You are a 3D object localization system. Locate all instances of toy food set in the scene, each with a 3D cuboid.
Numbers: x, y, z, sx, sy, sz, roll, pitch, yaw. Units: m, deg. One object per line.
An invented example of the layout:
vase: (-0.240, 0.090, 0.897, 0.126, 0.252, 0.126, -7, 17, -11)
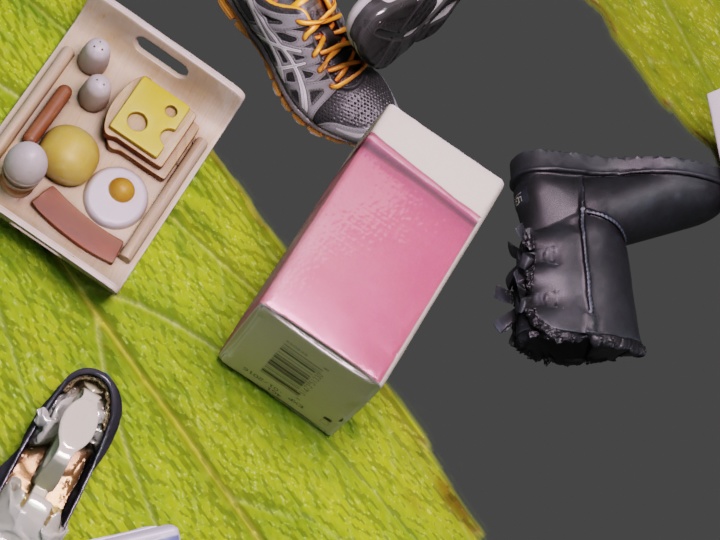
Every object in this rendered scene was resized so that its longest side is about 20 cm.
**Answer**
toy food set: (-0.191, -0.097, 1.631, 0.143, 0.060, 0.201, 34, 63, -5)

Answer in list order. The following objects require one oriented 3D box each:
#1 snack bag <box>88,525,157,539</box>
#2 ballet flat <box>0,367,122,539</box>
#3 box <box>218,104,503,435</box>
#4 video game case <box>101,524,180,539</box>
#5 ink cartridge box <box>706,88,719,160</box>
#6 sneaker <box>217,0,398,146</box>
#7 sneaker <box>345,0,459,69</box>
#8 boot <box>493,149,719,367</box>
snack bag: (-0.218, 0.278, 1.470, 0.199, 0.021, 0.190, -7, 91, -22)
ballet flat: (-0.223, 0.150, 1.522, 0.073, 0.073, 0.201, 30, 63, -6)
box: (0.000, 0.000, 1.625, 0.109, 0.128, 0.201, 34, 62, -4)
video game case: (-0.201, 0.280, 1.454, 0.199, 0.022, 0.184, -11, 94, -22)
ink cartridge box: (0.361, -0.050, 1.765, 0.146, 0.083, 0.201, 19, 58, -53)
sneaker: (-0.039, -0.180, 1.710, 0.200, 0.077, 0.078, 48, 61, 1)
sneaker: (0.004, -0.226, 1.713, 0.115, 0.076, 0.200, 40, 22, 6)
boot: (0.203, -0.008, 1.733, 0.197, 0.073, 0.164, 4, 67, -11)
